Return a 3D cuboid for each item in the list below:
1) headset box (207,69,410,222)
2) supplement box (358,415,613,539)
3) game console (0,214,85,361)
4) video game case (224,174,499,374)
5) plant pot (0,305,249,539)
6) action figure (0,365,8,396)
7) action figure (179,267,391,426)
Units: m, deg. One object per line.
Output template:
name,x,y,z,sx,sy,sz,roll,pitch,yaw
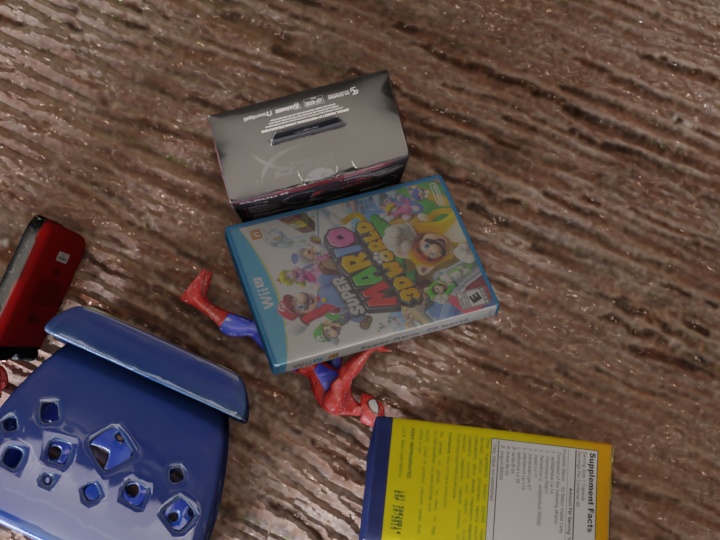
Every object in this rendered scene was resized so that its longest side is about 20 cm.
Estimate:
headset box,-0.041,-0.099,1.223,0.148,0.200,0.075,-15,87,-1
supplement box,0.101,0.201,1.240,0.199,0.110,0.109,7,64,0
game console,-0.321,0.022,1.210,0.118,0.200,0.173,24,87,-1
video game case,0.000,0.000,1.261,0.199,0.018,0.143,-15,61,-13
plant pot,-0.194,0.141,1.212,0.200,0.200,0.180,24,81,0
action figure,-0.332,0.101,1.208,0.065,0.200,0.052,3,80,-33
action figure,-0.046,0.050,1.281,0.200,0.065,0.099,39,91,2
